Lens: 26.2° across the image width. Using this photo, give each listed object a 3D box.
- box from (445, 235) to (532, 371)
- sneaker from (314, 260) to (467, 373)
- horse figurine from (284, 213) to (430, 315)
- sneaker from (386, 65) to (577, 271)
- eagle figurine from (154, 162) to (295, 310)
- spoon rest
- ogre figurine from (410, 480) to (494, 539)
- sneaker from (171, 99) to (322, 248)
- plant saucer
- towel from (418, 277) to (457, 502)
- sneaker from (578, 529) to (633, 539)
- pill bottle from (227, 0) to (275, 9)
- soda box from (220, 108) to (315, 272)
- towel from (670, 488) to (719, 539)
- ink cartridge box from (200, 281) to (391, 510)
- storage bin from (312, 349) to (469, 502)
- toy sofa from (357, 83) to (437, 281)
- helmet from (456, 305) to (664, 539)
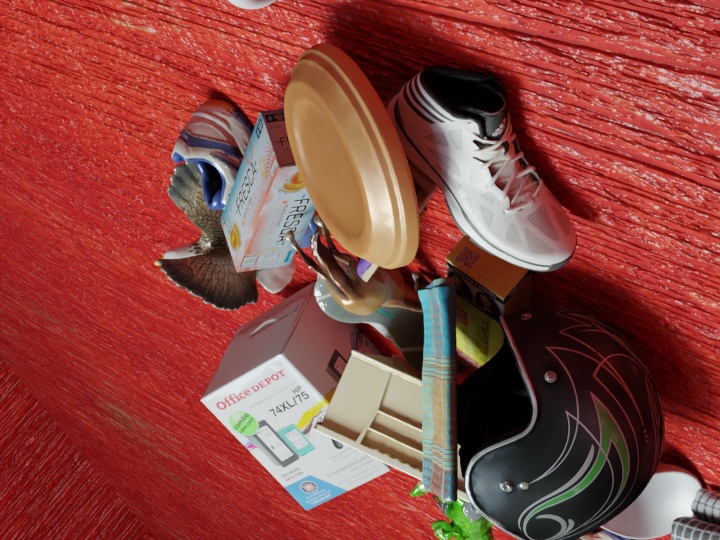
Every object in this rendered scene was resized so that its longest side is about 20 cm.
[{"bbox_3d":[0.125,0.040,1.508,0.075,0.050,0.201,35,160,21],"label":"box"},{"bbox_3d":[0.040,0.040,1.659,0.199,0.071,0.080,33,-158,-17],"label":"sneaker"},{"bbox_3d":[0.000,0.000,1.542,0.133,0.050,0.200,50,-162,14],"label":"horse figurine"},{"bbox_3d":[0.107,-0.084,1.251,0.200,0.076,0.115,44,162,0],"label":"sneaker"},{"bbox_3d":[-0.160,-0.027,1.736,0.152,0.151,0.200,46,168,6],"label":"eagle figurine"},{"bbox_3d":[0.249,0.223,1.536,0.198,0.061,0.100,14,124,-16],"label":"spoon rest"},{"bbox_3d":[0.123,0.288,1.975,0.120,0.098,0.201,50,151,29],"label":"ogre figurine"},{"bbox_3d":[-0.124,-0.085,1.653,0.200,0.088,0.075,48,157,-22],"label":"sneaker"},{"bbox_3d":[-0.014,-0.091,1.309,0.201,0.037,0.201,56,160,32],"label":"plant saucer"},{"bbox_3d":[0.072,0.109,1.448,0.021,0.202,0.147,0,176,-4],"label":"towel"},{"bbox_3d":[0.262,0.352,1.856,0.077,0.085,0.200,45,160,-11],"label":"sneaker"},{"bbox_3d":[-0.136,-0.295,1.199,0.199,0.116,0.116,33,159,22],"label":"pill bottle"},{"bbox_3d":[-0.083,-0.078,1.531,0.200,0.063,0.069,120,136,-56],"label":"soda box"},{"bbox_3d":[0.412,0.311,1.500,0.200,0.086,0.165,49,159,-20],"label":"towel"},{"bbox_3d":[-0.060,0.151,1.864,0.146,0.146,0.200,-30,111,34],"label":"ink cartridge box"},{"bbox_3d":[0.080,0.167,1.652,0.197,0.094,0.200,24,-179,15],"label":"storage bin"},{"bbox_3d":[0.020,-0.075,1.398,0.083,0.098,0.200,40,160,4],"label":"toy sofa"},{"bbox_3d":[0.180,0.134,1.405,0.199,0.191,0.200,35,-166,-10],"label":"helmet"}]
